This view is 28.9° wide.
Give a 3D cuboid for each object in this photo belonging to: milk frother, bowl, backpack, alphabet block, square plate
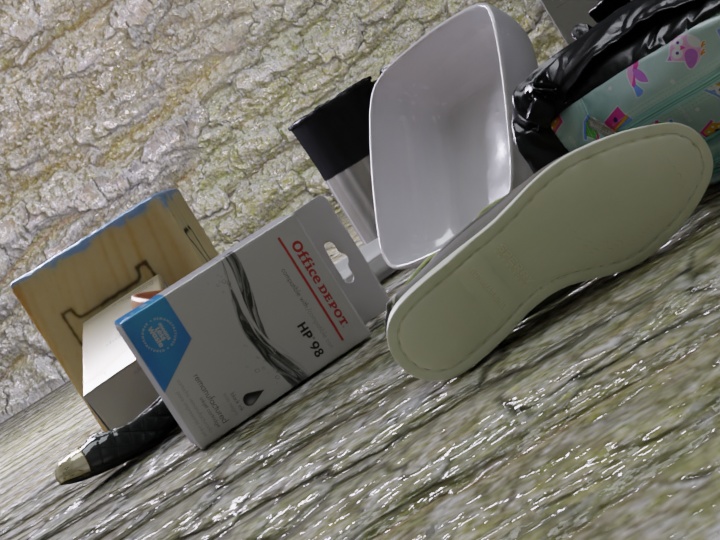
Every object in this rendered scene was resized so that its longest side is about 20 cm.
[{"bbox_3d":[0.050,-0.144,1.632,0.180,0.188,0.200,-35,6,-25],"label":"milk frother"},{"bbox_3d":[0.091,-0.109,1.208,0.075,0.200,0.200,6,-20,-33],"label":"bowl"},{"bbox_3d":[0.205,-0.120,0.826,0.200,0.127,0.167,-27,19,38],"label":"backpack"},{"bbox_3d":[-0.248,0.041,1.600,0.196,0.200,0.195,-32,4,4],"label":"alphabet block"},{"bbox_3d":[0.000,0.000,1.460,0.198,0.028,0.200,-33,5,-20],"label":"square plate"}]

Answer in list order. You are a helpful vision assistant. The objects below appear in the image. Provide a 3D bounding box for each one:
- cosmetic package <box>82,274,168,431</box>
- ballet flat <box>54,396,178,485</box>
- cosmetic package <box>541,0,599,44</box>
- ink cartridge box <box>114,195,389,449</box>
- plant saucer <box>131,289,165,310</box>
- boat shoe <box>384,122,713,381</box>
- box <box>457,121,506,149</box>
[{"bbox_3d":[-0.219,0.087,1.404,0.104,0.073,0.200,-34,20,0],"label":"cosmetic package"},{"bbox_3d":[-0.191,0.125,1.242,0.200,0.057,0.066,-35,5,-29],"label":"ballet flat"},{"bbox_3d":[0.203,-0.195,1.061,0.090,0.200,0.107,-33,7,26],"label":"cosmetic package"},{"bbox_3d":[-0.076,0.034,1.088,0.200,0.116,0.067,-34,5,-13],"label":"ink cartridge box"},{"bbox_3d":[-0.099,0.038,1.222,0.200,0.037,0.200,0,4,0],"label":"plant saucer"},{"bbox_3d":[0.099,-0.016,0.768,0.202,0.072,0.060,-36,10,5],"label":"boat shoe"},{"bbox_3d":[0.194,-0.137,1.310,0.200,0.078,0.095,-36,7,-34],"label":"box"}]
